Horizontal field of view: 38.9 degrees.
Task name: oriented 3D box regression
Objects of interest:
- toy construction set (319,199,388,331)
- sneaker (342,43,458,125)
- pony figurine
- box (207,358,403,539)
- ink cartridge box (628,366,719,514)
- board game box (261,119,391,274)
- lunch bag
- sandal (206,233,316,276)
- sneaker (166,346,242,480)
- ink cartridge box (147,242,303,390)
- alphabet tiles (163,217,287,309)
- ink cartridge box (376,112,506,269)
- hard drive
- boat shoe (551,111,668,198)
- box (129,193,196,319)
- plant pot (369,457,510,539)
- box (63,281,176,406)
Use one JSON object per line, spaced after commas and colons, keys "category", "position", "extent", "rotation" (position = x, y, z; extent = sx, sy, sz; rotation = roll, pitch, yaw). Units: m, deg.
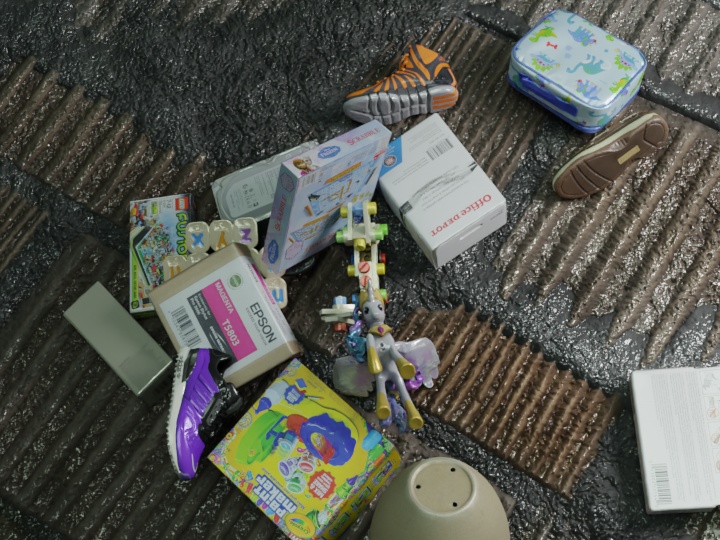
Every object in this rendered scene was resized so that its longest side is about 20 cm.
{"category": "toy construction set", "position": [0.000, 0.000, 1.571], "extent": [0.091, 0.131, 0.203], "rotation": [10, 82, 10]}
{"category": "sneaker", "position": [0.061, -0.318, 1.736], "extent": [0.197, 0.078, 0.113], "rotation": [-8, 63, -6]}
{"category": "pony figurine", "position": [0.039, 0.136, 1.472], "extent": [0.164, 0.195, 0.201], "rotation": [-13, 37, -3]}
{"category": "box", "position": [-0.077, 0.276, 1.485], "extent": [0.199, 0.122, 0.193], "rotation": [38, 79, 21]}
{"category": "ink cartridge box", "position": [0.484, 0.239, 1.453], "extent": [0.174, 0.045, 0.202], "rotation": [-5, 68, 8]}
{"category": "board game box", "position": [-0.053, -0.112, 1.557], "extent": [0.041, 0.201, 0.199], "rotation": [41, 48, 23]}
{"category": "lunch bag", "position": [0.349, -0.326, 1.671], "extent": [0.199, 0.083, 0.161], "rotation": [36, 65, 20]}
{"category": "sandal", "position": [-0.160, -0.020, 1.663], "extent": [0.198, 0.048, 0.076], "rotation": [-2, 69, 20]}
{"category": "sneaker", "position": [-0.221, 0.201, 1.468], "extent": [0.098, 0.070, 0.202], "rotation": [0, 61, 1]}
{"category": "ink cartridge box", "position": [-0.208, 0.082, 1.571], "extent": [0.164, 0.075, 0.201], "rotation": [-31, 83, 6]}
{"category": "alphabet tiles", "position": [-0.215, 0.018, 1.619], "extent": [0.197, 0.015, 0.198], "rotation": [-5, 87, 7]}
{"category": "ink cartridge box", "position": [0.122, -0.127, 1.636], "extent": [0.144, 0.084, 0.201], "rotation": [-33, 66, -4]}
{"category": "hard drive", "position": [-0.141, -0.130, 1.682], "extent": [0.198, 0.038, 0.140], "rotation": [-21, 47, -1]}
{"category": "boat shoe", "position": [0.392, -0.187, 1.638], "extent": [0.201, 0.075, 0.075], "rotation": [-29, 31, 4]}
{"category": "box", "position": [-0.327, -0.025, 1.692], "extent": [0.109, 0.035, 0.202], "rotation": [-8, 67, 5]}
{"category": "plant pot", "position": [0.110, 0.333, 1.385], "extent": [0.197, 0.136, 0.202], "rotation": [0, 42, 0]}
{"category": "box", "position": [-0.377, 0.117, 1.625], "extent": [0.082, 0.069, 0.200], "rotation": [-43, 68, -10]}
